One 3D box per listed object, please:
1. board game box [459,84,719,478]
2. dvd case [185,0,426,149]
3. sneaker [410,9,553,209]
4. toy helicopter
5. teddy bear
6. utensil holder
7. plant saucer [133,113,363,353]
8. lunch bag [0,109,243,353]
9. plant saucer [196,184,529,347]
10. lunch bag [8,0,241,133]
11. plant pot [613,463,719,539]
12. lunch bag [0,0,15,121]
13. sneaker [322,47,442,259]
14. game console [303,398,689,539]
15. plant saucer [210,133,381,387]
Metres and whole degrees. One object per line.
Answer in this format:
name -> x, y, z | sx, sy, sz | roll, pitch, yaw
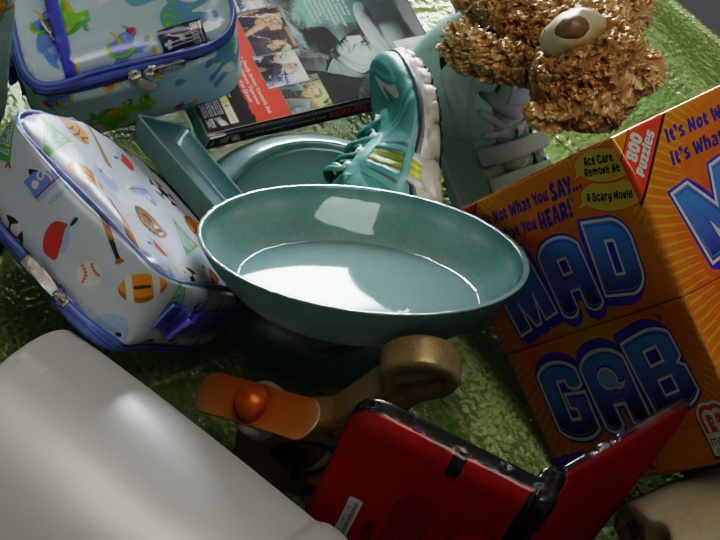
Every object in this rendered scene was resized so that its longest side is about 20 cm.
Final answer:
board game box -> 0.216, -0.001, 1.199 | 0.199, 0.200, 0.201 | -25, 90, -29
dvd case -> -0.050, -0.168, 1.369 | 0.199, 0.022, 0.147 | -16, 64, -25
sneaker -> 0.104, -0.093, 1.301 | 0.073, 0.118, 0.201 | -24, 78, -30
toy helicopter -> -0.012, 0.082, 1.107 | 0.132, 0.200, 0.079 | 22, 55, -21
teddy bear -> 0.122, -0.159, 1.205 | 0.144, 0.067, 0.200 | 6, 32, 3
utensil holder -> -0.135, 0.155, 1.045 | 0.200, 0.170, 0.170 | 36, 55, 11
plant saucer -> -0.072, -0.021, 1.215 | 0.200, 0.019, 0.070 | 48, 14, 16
lunch bag -> -0.148, -0.015, 1.141 | 0.076, 0.200, 0.160 | -45, 78, 10
plant saucer -> 0.000, 0.000, 1.131 | 0.198, 0.036, 0.200 | 7, 22, -3
lunch bag -> -0.173, -0.195, 1.296 | 0.160, 0.083, 0.201 | -14, 61, -4
plant pot -> 0.260, 0.181, 1.153 | 0.182, 0.201, 0.201 | -14, 63, -12
lunch bag -> -0.282, -0.102, 1.142 | 0.077, 0.200, 0.161 | 31, 56, 6
sneaker -> 0.014, -0.067, 1.261 | 0.079, 0.078, 0.201 | 3, 57, -5
game console -> 0.068, 0.128, 1.103 | 0.171, 0.200, 0.119 | 26, 51, 2
plant saucer -> -0.023, -0.016, 1.275 | 0.199, 0.027, 0.201 | 8, 57, -12
